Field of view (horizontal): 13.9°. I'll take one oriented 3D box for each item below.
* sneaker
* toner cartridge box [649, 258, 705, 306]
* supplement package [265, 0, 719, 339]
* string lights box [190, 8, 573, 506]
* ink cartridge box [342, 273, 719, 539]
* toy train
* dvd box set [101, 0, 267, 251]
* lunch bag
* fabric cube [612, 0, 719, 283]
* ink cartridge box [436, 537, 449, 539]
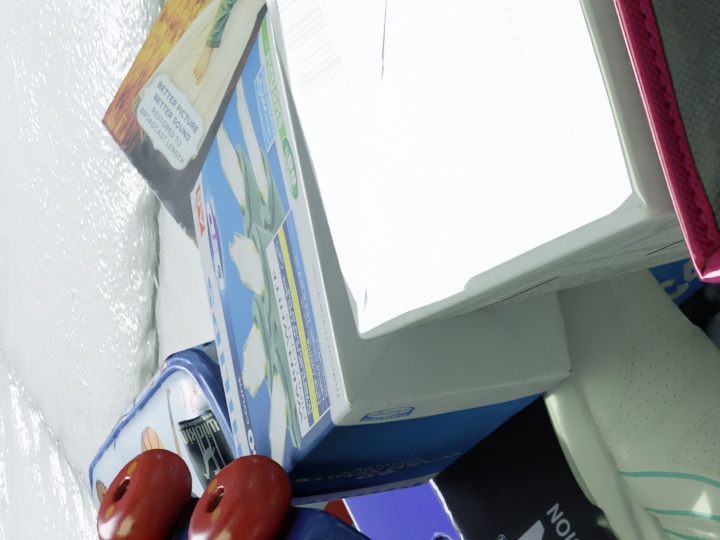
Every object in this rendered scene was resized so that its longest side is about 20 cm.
[{"bbox_3d":[0.107,0.061,0.767,0.201,0.080,0.070,62,-166,4],"label":"sneaker"},{"bbox_3d":[0.048,-0.078,0.861,0.095,0.043,0.200,-42,56,29],"label":"toner cartridge box"},{"bbox_3d":[0.094,-0.089,0.657,0.151,0.199,0.152,-27,78,66],"label":"supplement package"},{"bbox_3d":[0.000,0.000,0.796,0.200,0.059,0.103,126,133,-75],"label":"string lights box"},{"bbox_3d":[0.070,0.056,0.872,0.200,0.043,0.198,-46,56,27],"label":"ink cartridge box"},{"bbox_3d":[-0.056,0.119,0.846,0.116,0.085,0.200,-61,21,-15],"label":"toy train"},{"bbox_3d":[-0.003,-0.092,0.977,0.200,0.029,0.146,-59,43,19],"label":"dvd box set"},{"bbox_3d":[-0.034,0.113,1.126,0.161,0.075,0.200,68,158,11],"label":"lunch bag"},{"bbox_3d":[0.157,-0.127,0.497,0.200,0.199,0.197,-26,77,67],"label":"fabric cube"},{"bbox_3d":[0.014,0.106,1.154,0.200,0.042,0.120,46,143,47],"label":"ink cartridge box"}]
